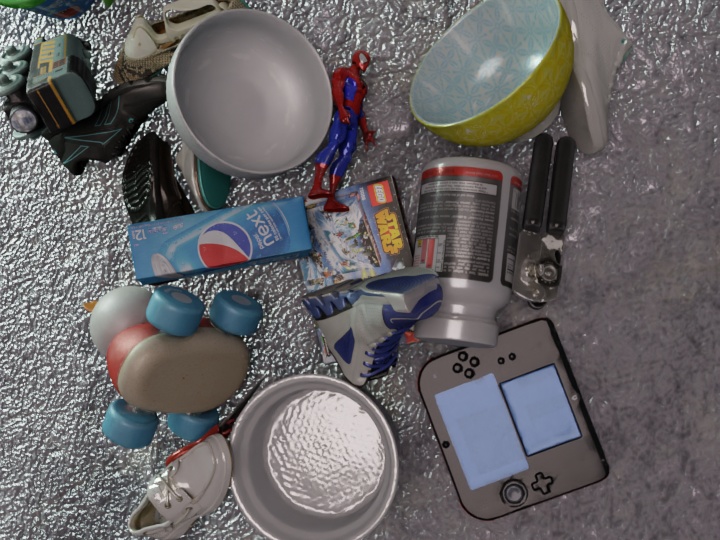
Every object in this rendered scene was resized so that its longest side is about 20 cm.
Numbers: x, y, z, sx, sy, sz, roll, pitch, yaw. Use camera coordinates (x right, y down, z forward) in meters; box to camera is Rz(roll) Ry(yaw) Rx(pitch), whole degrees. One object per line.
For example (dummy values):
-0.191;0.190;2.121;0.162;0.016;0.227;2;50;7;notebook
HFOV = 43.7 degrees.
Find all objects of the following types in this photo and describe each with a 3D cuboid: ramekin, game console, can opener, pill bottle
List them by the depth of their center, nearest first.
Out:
0.117;-0.018;1.014;0.115;0.116;0.201;6;83;10;pill bottle
0.212;-0.056;1.046;0.053;0.067;0.201;9;77;6;can opener
0.175;0.176;1.052;0.176;0.031;0.201;-21;85;9;game console
-0.047;0.219;1.055;0.199;0.098;0.202;0;88;10;ramekin

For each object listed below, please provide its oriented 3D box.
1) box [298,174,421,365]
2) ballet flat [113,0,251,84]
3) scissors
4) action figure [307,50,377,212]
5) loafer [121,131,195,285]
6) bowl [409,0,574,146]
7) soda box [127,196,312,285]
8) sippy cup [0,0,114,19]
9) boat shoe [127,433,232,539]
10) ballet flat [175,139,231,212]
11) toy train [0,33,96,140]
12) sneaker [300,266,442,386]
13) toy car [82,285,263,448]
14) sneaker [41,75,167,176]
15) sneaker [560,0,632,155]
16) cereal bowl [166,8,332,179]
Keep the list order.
0.000;0.000;1.082;0.136;0.040;0.201;-14;86;10;box
-0.233;-0.297;1.113;0.199;0.075;0.068;-20;62;9;ballet flat
-0.157;0.184;1.072;0.200;0.073;0.014;-44;57;20;scissors
-0.016;-0.171;1.064;0.051;0.065;0.201;-3;69;33;action figure
-0.245;-0.074;1.118;0.073;0.071;0.201;-23;69;41;loafer
0.165;-0.209;1.014;0.200;0.200;0.108;-46;124;6;bowl
-0.159;-0.033;1.029;0.199;0.068;0.065;-11;85;-9;soda box
-0.394;-0.377;1.116;0.139;0.130;0.178;-34;83;7;sippy cup
-0.215;0.262;1.052;0.200;0.069;0.071;-53;50;34;boat shoe
-0.201;-0.165;1.117;0.069;0.069;0.201;-5;84;10;ballet flat
-0.379;-0.229;1.093;0.113;0.200;0.085;-21;125;-1;toy train
0.023;0.066;0.993;0.199;0.080;0.116;-9;103;52;sneaker
-0.250;0.079;1.088;0.200;0.176;0.185;37;110;37;toy car
-0.305;-0.184;1.129;0.199;0.075;0.080;-19;97;22;sneaker
0.272;-0.236;1.031;0.088;0.075;0.201;-10;89;-9;sneaker
-0.137;-0.201;1.065;0.199;0.083;0.201;5;79;-27;cereal bowl
